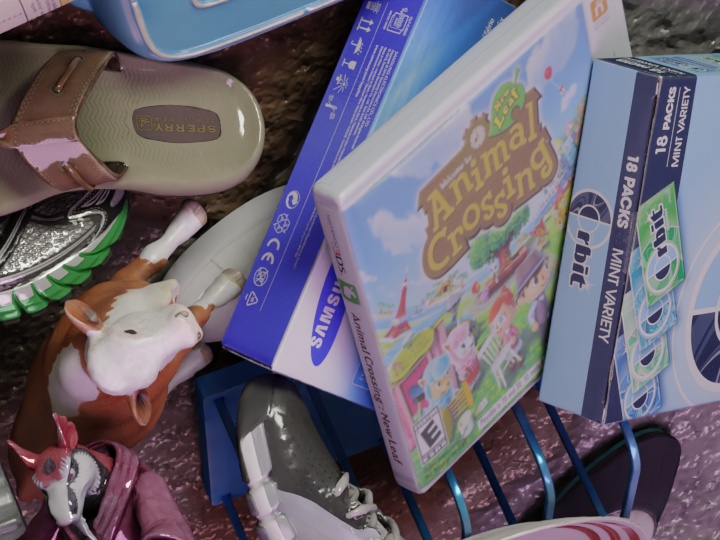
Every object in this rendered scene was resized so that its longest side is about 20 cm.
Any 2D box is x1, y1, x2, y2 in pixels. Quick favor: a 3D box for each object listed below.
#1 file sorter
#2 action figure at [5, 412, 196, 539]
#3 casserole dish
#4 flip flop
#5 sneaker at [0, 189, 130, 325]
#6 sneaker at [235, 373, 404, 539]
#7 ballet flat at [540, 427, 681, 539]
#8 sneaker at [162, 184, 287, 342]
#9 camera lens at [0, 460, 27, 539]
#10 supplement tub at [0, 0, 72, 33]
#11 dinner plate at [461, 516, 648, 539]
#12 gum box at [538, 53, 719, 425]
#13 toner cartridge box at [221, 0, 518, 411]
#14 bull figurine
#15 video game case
[{"bbox_3d":[0.030,0.100,1.495,0.199,0.123,0.139,-19,154,-10],"label":"file sorter"},{"bbox_3d":[-0.089,0.134,1.311,0.149,0.133,0.201,-53,129,-39],"label":"action figure"},{"bbox_3d":[-0.038,-0.156,1.279,0.199,0.039,0.121,-22,139,-7],"label":"casserole dish"},{"bbox_3d":[-0.122,-0.064,1.284,0.199,0.082,0.057,-1,174,-34],"label":"flip flop"},{"bbox_3d":[-0.195,-0.018,1.302,0.199,0.078,0.086,-18,126,-22],"label":"sneaker"},{"bbox_3d":[0.022,0.130,1.353,0.115,0.075,0.201,-16,102,14],"label":"sneaker"},{"bbox_3d":[0.120,0.177,1.692,0.200,0.073,0.073,-41,138,13],"label":"ballet flat"},{"bbox_3d":[0.000,0.000,1.428,0.199,0.085,0.073,-21,141,-6],"label":"sneaker"},{"bbox_3d":[-0.250,0.172,1.403,0.199,0.160,0.160,-22,140,-8],"label":"camera lens"},{"bbox_3d":[-0.166,-0.159,1.120,0.199,0.146,0.146,-24,140,-5],"label":"supplement tub"},{"bbox_3d":[0.053,0.171,1.481,0.199,0.024,0.200,-20,155,-9],"label":"dinner plate"},{"bbox_3d":[0.176,-0.021,1.442,0.200,0.044,0.171,-8,111,-49],"label":"gum box"},{"bbox_3d":[0.017,-0.038,1.358,0.095,0.043,0.201,23,89,-42],"label":"toner cartridge box"},{"bbox_3d":[-0.111,0.041,1.352,0.121,0.065,0.200,-46,178,-36],"label":"bull figurine"},{"bbox_3d":[0.067,-0.022,1.364,0.200,0.022,0.183,-42,135,-29],"label":"video game case"}]
